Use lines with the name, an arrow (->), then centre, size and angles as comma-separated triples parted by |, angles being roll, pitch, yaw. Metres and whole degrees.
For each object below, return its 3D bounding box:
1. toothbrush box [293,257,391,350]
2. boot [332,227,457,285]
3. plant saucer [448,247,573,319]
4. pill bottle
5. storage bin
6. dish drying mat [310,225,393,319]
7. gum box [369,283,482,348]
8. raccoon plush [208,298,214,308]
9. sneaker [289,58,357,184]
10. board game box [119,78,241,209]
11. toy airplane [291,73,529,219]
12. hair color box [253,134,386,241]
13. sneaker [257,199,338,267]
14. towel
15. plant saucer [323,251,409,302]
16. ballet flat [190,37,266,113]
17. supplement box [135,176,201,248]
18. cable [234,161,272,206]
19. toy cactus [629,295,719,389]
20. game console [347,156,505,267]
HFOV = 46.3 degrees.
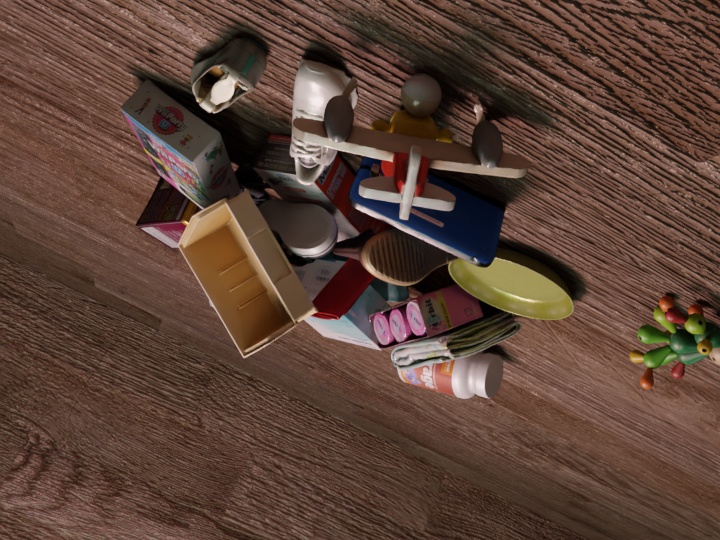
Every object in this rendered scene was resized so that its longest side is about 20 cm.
toothbrush box -> -0.046, 0.058, 1.534 | 0.145, 0.086, 0.200 | 9, 156, 36
boot -> 0.021, -0.021, 1.130 | 0.164, 0.074, 0.198 | 1, -176, 40
plant saucer -> 0.230, 0.015, 1.273 | 0.197, 0.031, 0.200 | 22, 161, 8
pill bottle -> 0.180, 0.191, 1.689 | 0.197, 0.114, 0.112 | 11, 158, 34
storage bin -> -0.165, 0.008, 1.215 | 0.202, 0.093, 0.198 | 60, 159, 0
dish drying mat -> 0.000, 0.000, 1.257 | 0.076, 0.201, 0.018 | 6, 136, 44
gum box -> 0.106, 0.078, 1.443 | 0.112, 0.067, 0.200 | -18, 177, -26
raccoon plush -> -0.246, -0.018, 1.564 | 0.134, 0.200, 0.097 | 38, -171, -36
sneaker -> -0.053, -0.177, 1.021 | 0.075, 0.081, 0.201 | 23, 160, 8
board game box -> -0.261, -0.173, 1.260 | 0.147, 0.064, 0.201 | 37, 164, 16
toy airplane -> 0.054, -0.137, 0.898 | 0.198, 0.144, 0.198 | -4, -159, -45
hair color box -> -0.053, -0.112, 1.227 | 0.110, 0.065, 0.200 | 13, 160, 36
sneaker -> -0.080, -0.048, 1.205 | 0.080, 0.079, 0.199 | 50, 165, -33
towel -> 0.164, 0.122, 1.462 | 0.199, 0.169, 0.049 | -19, 90, 64
plant saucer -> 0.001, -0.006, 1.492 | 0.197, 0.036, 0.200 | 22, 162, 7
ballet flat -> -0.178, -0.232, 1.051 | 0.067, 0.064, 0.199 | 31, 161, -22
supplement box -> -0.297, -0.107, 1.469 | 0.085, 0.112, 0.198 | 35, 159, -33
cable -> -0.132, -0.114, 1.359 | 0.162, 0.051, 0.200 | 15, 159, 47
toy cactus -> 0.466, 0.108, 1.161 | 0.162, 0.104, 0.201 | 10, 151, 10
game console -> 0.077, -0.069, 1.107 | 0.197, 0.172, 0.119 | 24, 135, -2
